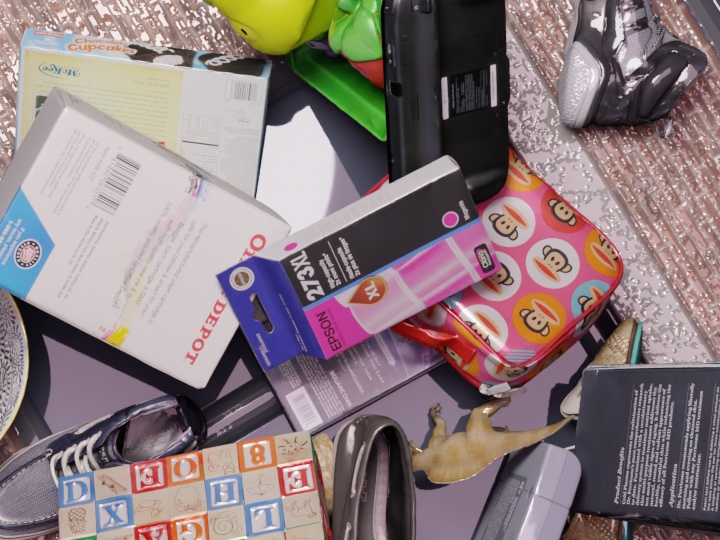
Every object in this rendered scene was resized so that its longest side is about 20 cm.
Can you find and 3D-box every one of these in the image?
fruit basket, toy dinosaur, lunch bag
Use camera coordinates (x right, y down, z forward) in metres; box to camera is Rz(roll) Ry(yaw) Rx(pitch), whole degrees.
[{"bbox_3d":[-0.034,-0.199,1.670,0.215,0.216,0.156,-5,117,-4],"label":"fruit basket"},{"bbox_3d":[0.095,0.138,1.695,0.200,0.101,0.058,-15,112,24],"label":"toy dinosaur"},{"bbox_3d":[0.089,-0.003,1.691,0.176,0.082,0.200,-40,77,-26],"label":"lunch bag"}]

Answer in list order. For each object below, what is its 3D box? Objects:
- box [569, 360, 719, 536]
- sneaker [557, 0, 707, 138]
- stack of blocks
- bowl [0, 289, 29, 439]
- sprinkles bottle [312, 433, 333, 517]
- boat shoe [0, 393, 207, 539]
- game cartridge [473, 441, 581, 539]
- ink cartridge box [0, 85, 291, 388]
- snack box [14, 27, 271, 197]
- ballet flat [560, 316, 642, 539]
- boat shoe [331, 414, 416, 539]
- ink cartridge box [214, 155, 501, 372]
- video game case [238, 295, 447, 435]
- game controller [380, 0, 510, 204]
[{"bbox_3d":[0.299,0.143,1.631,0.200,0.197,0.124,12,83,-28],"label":"box"},{"bbox_3d":[0.235,-0.208,1.770,0.114,0.075,0.200,12,88,-2],"label":"sneaker"},{"bbox_3d":[-0.124,0.201,1.618,0.200,0.059,0.115,-11,52,2],"label":"stack of blocks"},{"bbox_3d":[-0.358,0.075,1.689,0.200,0.094,0.201,0,82,-2],"label":"bowl"},{"bbox_3d":[-0.106,0.196,1.700,0.200,0.068,0.068,-21,84,-6],"label":"sprinkles bottle"},{"bbox_3d":[-0.217,0.152,1.687,0.200,0.093,0.075,-29,85,-7],"label":"boat shoe"},{"bbox_3d":[0.114,0.230,1.668,0.040,0.133,0.200,23,87,-4],"label":"game cartridge"},{"bbox_3d":[-0.181,-0.027,1.653,0.200,0.145,0.147,29,94,-16],"label":"ink cartridge box"},{"bbox_3d":[-0.177,-0.125,1.722,0.200,0.037,0.116,8,122,-2],"label":"snack box"},{"bbox_3d":[0.192,0.135,1.727,0.065,0.071,0.200,3,78,14],"label":"ballet flat"},{"bbox_3d":[0.011,0.210,1.642,0.067,0.057,0.200,1,82,-27],"label":"boat shoe"},{"bbox_3d":[0.000,0.000,1.605,0.200,0.037,0.095,-26,116,-2],"label":"ink cartridge box"},{"bbox_3d":[0.004,0.031,1.752,0.200,0.019,0.143,-28,85,-8],"label":"video game case"},{"bbox_3d":[0.067,-0.136,1.616,0.104,0.042,0.200,-21,122,-31],"label":"game controller"}]
